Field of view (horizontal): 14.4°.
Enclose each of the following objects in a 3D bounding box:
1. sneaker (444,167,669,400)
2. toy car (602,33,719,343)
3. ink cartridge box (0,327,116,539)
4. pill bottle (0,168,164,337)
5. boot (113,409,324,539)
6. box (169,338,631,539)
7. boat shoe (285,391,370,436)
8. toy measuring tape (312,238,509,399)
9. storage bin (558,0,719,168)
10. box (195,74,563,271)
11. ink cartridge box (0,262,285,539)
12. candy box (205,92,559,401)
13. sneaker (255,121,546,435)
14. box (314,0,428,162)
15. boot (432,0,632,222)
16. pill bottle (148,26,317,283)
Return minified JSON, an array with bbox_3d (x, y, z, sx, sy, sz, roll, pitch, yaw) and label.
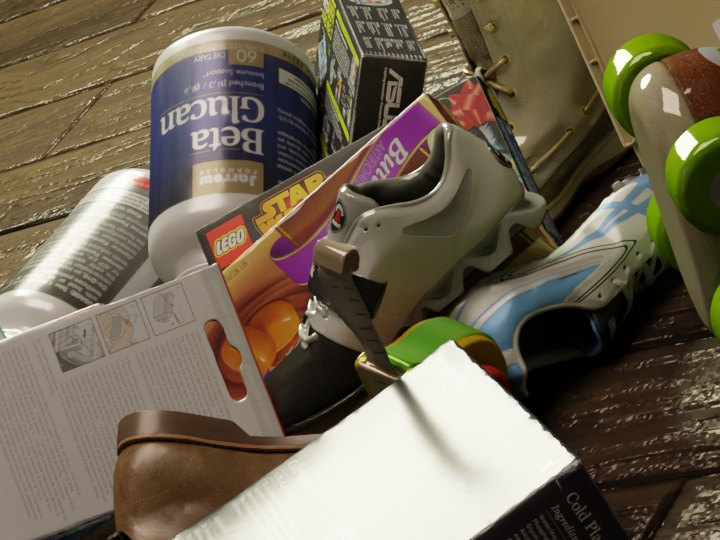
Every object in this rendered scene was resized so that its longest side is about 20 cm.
[{"bbox_3d":[0.134,0.007,1.582,0.199,0.072,0.072,-34,61,-24],"label":"sneaker"},{"bbox_3d":[0.246,-0.062,1.458,0.199,0.159,0.164,-21,24,-1],"label":"toy car"},{"bbox_3d":[-0.222,0.130,1.659,0.128,0.126,0.200,-36,-6,-8],"label":"ink cartridge box"},{"bbox_3d":[-0.180,0.034,1.888,0.113,0.114,0.200,-13,29,43],"label":"pill bottle"},{"bbox_3d":[-0.030,0.125,1.480,0.198,0.074,0.076,5,61,-1],"label":"boot"},{"bbox_3d":[0.025,0.149,1.359,0.182,0.104,0.200,-36,22,-3],"label":"box"},{"bbox_3d":[-0.028,0.118,1.561,0.200,0.072,0.065,-37,11,-6],"label":"boat shoe"},{"bbox_3d":[0.032,0.036,1.476,0.073,0.201,0.074,-13,45,13],"label":"toy measuring tape"},{"bbox_3d":[0.222,-0.174,1.656,0.199,0.200,0.094,-27,-13,16],"label":"storage bin"},{"bbox_3d":[0.014,-0.008,1.686,0.199,0.138,0.040,-29,-23,13],"label":"box"},{"bbox_3d":[-0.151,0.081,1.544,0.199,0.110,0.050,-21,-6,-7],"label":"ink cartridge box"},{"bbox_3d":[0.004,0.010,1.632,0.200,0.117,0.056,-41,-24,9],"label":"candy box"},{"bbox_3d":[0.000,0.000,1.550,0.200,0.089,0.074,-45,22,-1],"label":"sneaker"},{"bbox_3d":[0.000,-0.090,1.847,0.044,0.161,0.200,5,19,-9],"label":"box"},{"bbox_3d":[0.082,-0.105,1.750,0.200,0.155,0.072,-41,22,-23],"label":"boot"},{"bbox_3d":[-0.082,-0.047,1.847,0.111,0.111,0.201,-21,54,29],"label":"pill bottle"}]
